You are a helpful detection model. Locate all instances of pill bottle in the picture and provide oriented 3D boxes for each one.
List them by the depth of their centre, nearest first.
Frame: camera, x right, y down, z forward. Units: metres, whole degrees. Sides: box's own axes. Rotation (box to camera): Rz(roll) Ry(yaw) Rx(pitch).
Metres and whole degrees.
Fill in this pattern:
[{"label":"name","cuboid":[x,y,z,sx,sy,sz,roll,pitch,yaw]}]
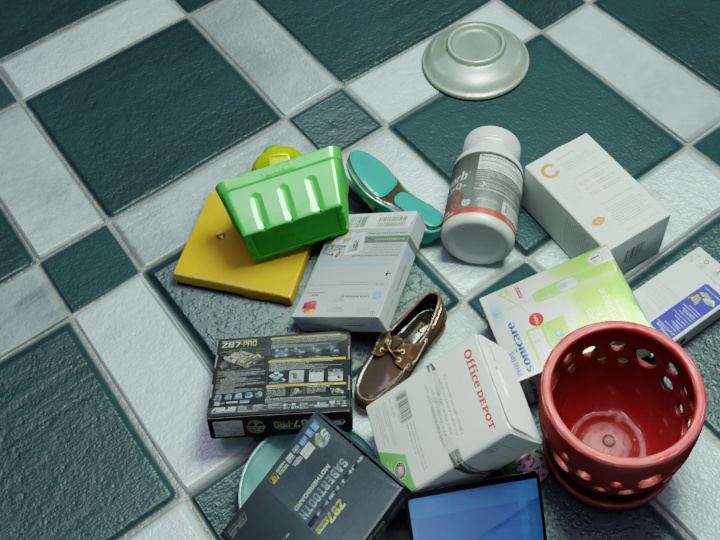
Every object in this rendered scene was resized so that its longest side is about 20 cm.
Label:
[{"label":"pill bottle","cuboid":[0.196,-0.121,1.475,0.114,0.117,0.202,7,55,10]}]

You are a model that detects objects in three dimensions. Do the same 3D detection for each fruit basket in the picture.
[{"label":"fruit basket","cuboid":[-0.120,-0.137,1.468,0.212,0.156,0.219,-3,66,6]}]

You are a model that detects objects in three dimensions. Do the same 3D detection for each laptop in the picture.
[{"label":"laptop","cuboid":[0.155,0.369,1.135,0.175,0.104,0.202,-9,47,-1]}]

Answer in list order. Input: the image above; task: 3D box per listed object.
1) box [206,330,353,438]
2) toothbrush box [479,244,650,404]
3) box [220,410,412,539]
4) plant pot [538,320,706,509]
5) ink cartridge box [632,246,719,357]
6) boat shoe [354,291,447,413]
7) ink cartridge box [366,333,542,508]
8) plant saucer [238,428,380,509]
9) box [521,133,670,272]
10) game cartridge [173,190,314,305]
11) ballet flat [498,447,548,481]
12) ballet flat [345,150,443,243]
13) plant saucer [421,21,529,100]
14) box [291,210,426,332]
[{"label":"box","cuboid":[-0.110,0.158,1.320,0.197,0.050,0.162,-4,40,2]},{"label":"toothbrush box","cuboid":[0.288,0.077,1.319,0.198,0.086,0.147,-23,55,7]},{"label":"box","cuboid":[-0.055,0.302,1.162,0.157,0.051,0.201,36,84,27]},{"label":"plant pot","cuboid":[0.322,0.194,1.197,0.197,0.183,0.203,-2,54,3]},{"label":"ink cartridge box","cuboid":[0.459,0.053,1.375,0.199,0.039,0.100,-30,57,-17]},{"label":"boat shoe","cuboid":[0.055,0.112,1.350,0.070,0.071,0.201,27,62,21]},{"label":"ink cartridge box","cuboid":[0.117,0.199,1.210,0.199,0.084,0.147,-36,50,26]},{"label":"plant saucer","cuboid":[-0.063,0.297,1.249,0.197,0.036,0.202,-3,54,4]},{"label":"box","cuboid":[0.359,-0.095,1.453,0.123,0.098,0.201,-28,57,-14]},{"label":"game cartridge","cuboid":[-0.177,-0.038,1.504,0.197,0.033,0.178,12,56,10]},{"label":"ballet flat","cuboid":[0.172,0.208,1.269,0.069,0.072,0.200,-35,59,-22]},{"label":"ballet flat","cuboid":[0.047,-0.109,1.502,0.199,0.071,0.067,40,54,15]},{"label":"plant saucer","cuboid":[0.211,-0.398,1.711,0.197,0.051,0.202,-2,54,3]},{"label":"box","cuboid":[0.000,0.000,1.419,0.154,0.041,0.202,-2,50,32]}]
